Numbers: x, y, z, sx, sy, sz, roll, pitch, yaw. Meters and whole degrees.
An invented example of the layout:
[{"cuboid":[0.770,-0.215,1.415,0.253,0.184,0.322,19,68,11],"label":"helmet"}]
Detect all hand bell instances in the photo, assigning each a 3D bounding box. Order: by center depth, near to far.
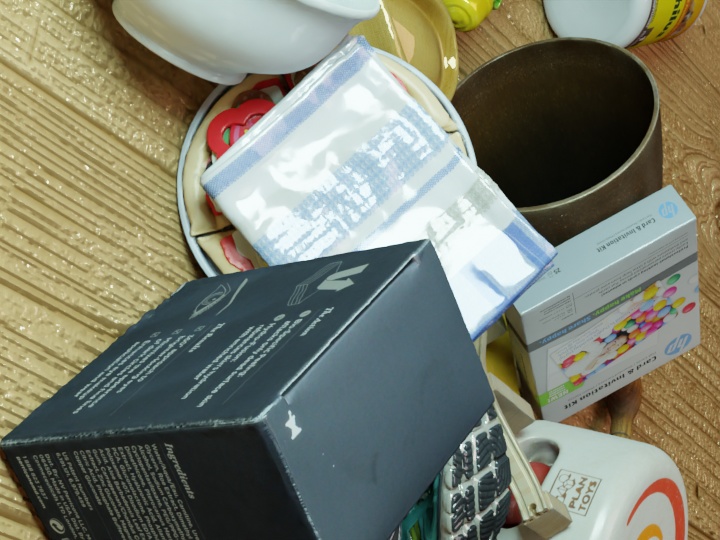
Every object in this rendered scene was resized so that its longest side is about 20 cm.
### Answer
[{"cuboid":[0.232,0.148,1.436,0.104,0.104,0.201,57,30,-29],"label":"hand bell"}]

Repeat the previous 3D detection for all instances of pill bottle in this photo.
[{"cuboid":[0.263,-0.269,1.539,0.200,0.109,0.110,-21,99,-54],"label":"pill bottle"}]

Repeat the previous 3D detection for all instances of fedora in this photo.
[{"cuboid":[0.016,-0.166,1.195,0.200,0.081,0.202,19,66,-51],"label":"fedora"}]

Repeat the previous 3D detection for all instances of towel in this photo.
[{"cuboid":[0.012,-0.034,1.020,0.147,0.024,0.200,-42,88,-11],"label":"towel"}]

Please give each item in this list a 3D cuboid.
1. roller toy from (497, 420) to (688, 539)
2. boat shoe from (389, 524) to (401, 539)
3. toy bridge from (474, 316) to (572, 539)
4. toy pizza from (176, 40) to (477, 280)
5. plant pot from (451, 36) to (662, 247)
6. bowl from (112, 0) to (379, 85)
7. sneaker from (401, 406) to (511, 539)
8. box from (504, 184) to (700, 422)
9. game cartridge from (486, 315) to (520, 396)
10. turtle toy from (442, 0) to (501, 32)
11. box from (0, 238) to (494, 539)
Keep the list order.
[{"cuboid":[0.167,0.215,1.232,0.199,0.139,0.184,-6,104,-56],"label":"roller toy"},{"cuboid":[-0.004,0.215,1.088,0.068,0.071,0.201,42,53,-38],"label":"boat shoe"},{"cuboid":[0.102,0.097,1.185,0.067,0.027,0.201,37,28,-44],"label":"toy bridge"},{"cuboid":[-0.020,-0.058,1.050,0.032,0.199,0.202,104,-14,-77],"label":"toy pizza"},{"cuboid":[0.172,-0.054,1.328,0.201,0.186,0.188,63,37,-45],"label":"plant pot"},{"cuboid":[-0.093,-0.180,1.010,0.200,0.091,0.201,29,19,-11],"label":"bowl"},{"cuboid":[0.052,0.179,1.125,0.077,0.079,0.202,-13,116,-53],"label":"sneaker"},{"cuboid":[0.195,0.034,1.288,0.041,0.155,0.200,59,-6,32],"label":"box"},{"cuboid":[0.069,0.103,1.254,0.176,0.032,0.202,-14,95,-54],"label":"game cartridge"},{"cuboid":[0.056,-0.285,1.262,0.146,0.101,0.200,-53,123,-32],"label":"turtle toy"},{"cuboid":[-0.061,0.087,0.931,0.197,0.199,0.118,-45,117,-48],"label":"box"}]
